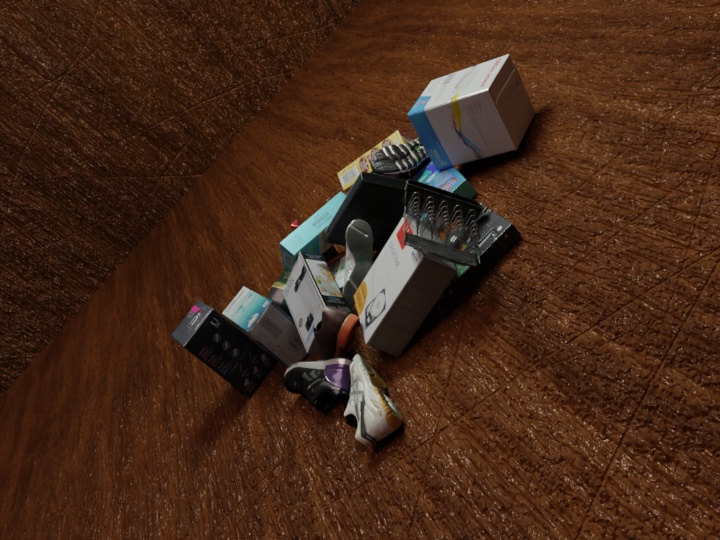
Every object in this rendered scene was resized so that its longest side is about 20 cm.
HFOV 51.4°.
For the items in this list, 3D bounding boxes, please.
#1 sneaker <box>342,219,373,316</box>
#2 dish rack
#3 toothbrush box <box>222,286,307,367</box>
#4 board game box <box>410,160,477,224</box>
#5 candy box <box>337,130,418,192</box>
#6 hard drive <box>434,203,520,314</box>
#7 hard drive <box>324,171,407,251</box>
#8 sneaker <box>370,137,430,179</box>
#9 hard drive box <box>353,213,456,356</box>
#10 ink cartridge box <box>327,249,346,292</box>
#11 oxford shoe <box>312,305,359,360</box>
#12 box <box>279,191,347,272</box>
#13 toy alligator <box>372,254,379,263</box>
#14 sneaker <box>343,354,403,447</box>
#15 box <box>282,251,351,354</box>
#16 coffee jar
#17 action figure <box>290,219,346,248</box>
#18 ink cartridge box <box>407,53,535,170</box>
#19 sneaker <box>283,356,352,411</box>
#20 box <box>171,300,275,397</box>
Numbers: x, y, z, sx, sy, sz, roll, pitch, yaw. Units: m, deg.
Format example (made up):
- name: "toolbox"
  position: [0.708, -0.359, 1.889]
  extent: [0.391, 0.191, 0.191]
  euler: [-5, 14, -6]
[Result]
- name: "sneaker"
  position: [0.000, 0.000, 1.554]
  extent: [0.080, 0.069, 0.204]
  euler: [98, 174, -86]
- name: "dish rack"
  position: [0.143, -0.079, 1.307]
  extent: [0.201, 0.151, 0.055]
  euler: [-82, 10, -61]
- name: "toothbrush box"
  position: [-0.205, 0.126, 1.654]
  extent: [0.086, 0.146, 0.199]
  euler: [-51, 25, -12]
- name: "board game box"
  position: [0.155, -0.163, 1.619]
  extent: [0.152, 0.045, 0.201]
  euler: [-42, 25, 10]
- name: "candy box"
  position: [0.055, -0.257, 1.821]
  extent: [0.199, 0.116, 0.057]
  euler: [-33, 70, 30]
- name: "hard drive"
  position: [0.189, -0.024, 1.378]
  extent: [0.200, 0.038, 0.140]
  euler: [-46, 25, 3]
- name: "hard drive"
  position: [0.024, -0.120, 1.582]
  extent: [0.201, 0.138, 0.033]
  euler: [126, 144, -45]
- name: "sneaker"
  position: [0.107, -0.238, 1.715]
  extent: [0.198, 0.076, 0.116]
  euler: [-22, -26, -21]
- name: "hard drive box"
  position: [0.076, 0.026, 1.361]
  extent: [0.201, 0.076, 0.157]
  euler: [-58, 25, 23]
- name: "ink cartridge box"
  position: [-0.032, -0.005, 1.680]
  extent: [0.108, 0.050, 0.202]
  euler: [-29, 31, 35]
- name: "oxford shoe"
  position: [-0.053, 0.125, 1.422]
  extent: [0.071, 0.072, 0.201]
  euler: [-55, -9, -34]
- name: "box"
  position: [-0.092, -0.082, 1.670]
  extent: [0.049, 0.083, 0.200]
  euler: [36, 62, 22]
- name: "toy alligator"
  position: [0.051, -0.010, 1.552]
  extent: [0.059, 0.054, 0.200]
  euler: [-48, 25, -4]
- name: "sneaker"
  position: [0.001, 0.220, 1.280]
  extent: [0.088, 0.076, 0.200]
  euler: [-43, 25, 7]
- name: "box"
  position: [-0.094, 0.067, 1.558]
  extent: [0.118, 0.059, 0.201]
  euler: [-64, 33, 29]
- name: "coffee jar"
  position: [-0.134, 0.017, 1.735]
  extent: [0.084, 0.105, 0.202]
  euler: [14, 64, 33]
- name: "action figure"
  position: [-0.061, -0.097, 1.811]
  extent: [0.198, 0.066, 0.099]
  euler: [8, 27, 31]
- name: "ink cartridge box"
  position: [0.234, -0.328, 1.562]
  extent: [0.198, 0.147, 0.147]
  euler: [-9, 35, 40]
- name: "sneaker"
  position: [-0.088, 0.224, 1.422]
  extent: [0.199, 0.076, 0.088]
  euler: [-20, 42, 44]
- name: "box"
  position: [-0.307, 0.175, 1.681]
  extent: [0.107, 0.200, 0.122]
  euler: [-53, 27, -12]
